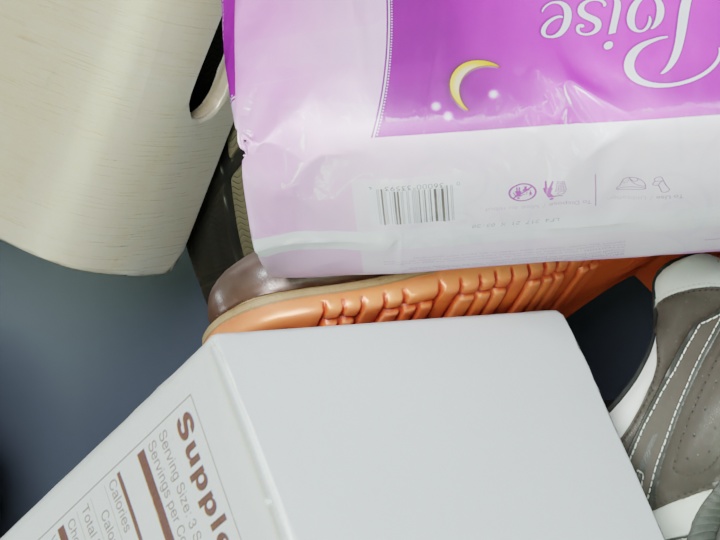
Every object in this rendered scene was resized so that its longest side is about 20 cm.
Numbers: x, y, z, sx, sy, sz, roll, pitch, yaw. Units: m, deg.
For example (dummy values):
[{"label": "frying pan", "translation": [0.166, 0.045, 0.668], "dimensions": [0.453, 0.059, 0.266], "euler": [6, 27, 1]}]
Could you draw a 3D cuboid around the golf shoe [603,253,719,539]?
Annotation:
[{"label": "golf shoe", "translation": [0.072, 0.085, 0.754], "dimensions": [0.094, 0.078, 0.200], "euler": [45, 115, 27]}]

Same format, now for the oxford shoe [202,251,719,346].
[{"label": "oxford shoe", "translation": [0.039, -0.021, 0.743], "dimensions": [0.200, 0.071, 0.073], "euler": [-17, 73, -31]}]

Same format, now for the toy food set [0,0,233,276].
[{"label": "toy food set", "translation": [-0.116, -0.104, 0.770], "dimensions": [0.200, 0.060, 0.144], "euler": [26, 108, 11]}]

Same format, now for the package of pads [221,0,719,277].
[{"label": "package of pads", "translation": [0.068, -0.065, 0.670], "dimensions": [0.200, 0.076, 0.121], "euler": [-4, 63, 2]}]

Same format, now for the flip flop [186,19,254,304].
[{"label": "flip flop", "translation": [0.000, 0.000, 0.791], "dimensions": [0.081, 0.058, 0.200], "euler": [-5, 102, 43]}]

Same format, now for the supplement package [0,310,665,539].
[{"label": "supplement package", "translation": [-0.025, 0.110, 0.719], "dimensions": [0.200, 0.117, 0.117], "euler": [-42, 61, 42]}]
